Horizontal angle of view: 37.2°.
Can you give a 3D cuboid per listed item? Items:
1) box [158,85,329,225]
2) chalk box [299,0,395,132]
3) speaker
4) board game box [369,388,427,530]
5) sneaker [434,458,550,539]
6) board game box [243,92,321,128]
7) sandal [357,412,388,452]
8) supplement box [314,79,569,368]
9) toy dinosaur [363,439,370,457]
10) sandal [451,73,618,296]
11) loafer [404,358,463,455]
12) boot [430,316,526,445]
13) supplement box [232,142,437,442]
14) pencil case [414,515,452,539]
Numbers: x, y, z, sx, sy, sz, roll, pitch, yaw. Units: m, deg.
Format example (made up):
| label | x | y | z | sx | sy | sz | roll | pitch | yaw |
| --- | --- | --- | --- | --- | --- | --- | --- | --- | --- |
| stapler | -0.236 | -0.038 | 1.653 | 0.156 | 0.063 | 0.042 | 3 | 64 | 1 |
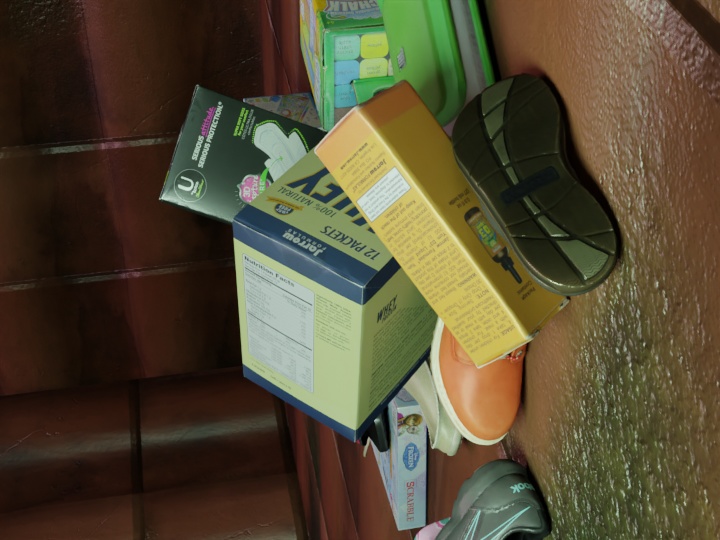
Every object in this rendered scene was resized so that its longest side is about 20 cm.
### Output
| label | x | y | z | sx | sy | sz | roll | pitch | yaw |
| --- | --- | --- | --- | --- | --- | --- | --- | --- | --- |
| box | -0.100 | -0.101 | 1.143 | 0.149 | 0.199 | 0.125 | -156 | 85 | -80 |
| chalk box | 0.012 | -0.226 | 1.077 | 0.124 | 0.123 | 0.201 | 93 | 166 | -45 |
| speaker | 0.066 | -0.171 | 0.892 | 0.089 | 0.088 | 0.202 | 107 | 155 | -68 |
| board game box | 0.046 | 0.198 | 1.414 | 0.200 | 0.041 | 0.201 | -111 | 17 | -57 |
| sneaker | 0.089 | 0.257 | 0.904 | 0.201 | 0.075 | 0.079 | -62 | 40 | 18 |
| board game box | -0.143 | -0.280 | 1.999 | 0.200 | 0.133 | 0.034 | -111 | 17 | -60 |
| sandal | 0.003 | 0.197 | 1.407 | 0.200 | 0.045 | 0.076 | 167 | 96 | -81 |
| supplement box | 0.058 | -0.032 | 0.765 | 0.200 | 0.066 | 0.069 | 52 | 137 | 3 |
| toy dinosaur | -0.004 | 0.199 | 1.733 | 0.088 | 0.047 | 0.202 | 58 | -157 | -77 |
| sandal | 0.120 | -0.055 | 0.726 | 0.055 | 0.081 | 0.201 | 60 | -175 | -50 |
| loafer | 0.064 | 0.106 | 1.146 | 0.076 | 0.068 | 0.201 | 97 | 164 | -55 |
| boot | 0.104 | 0.049 | 0.858 | 0.107 | 0.074 | 0.202 | -157 | 62 | -74 |
| supplement box | 0.000 | 0.000 | 0.965 | 0.200 | 0.134 | 0.201 | -46 | -28 | -37 |
| pencil case | 0.104 | 0.321 | 0.989 | 0.201 | 0.087 | 0.088 | -109 | 16 | -51 |
